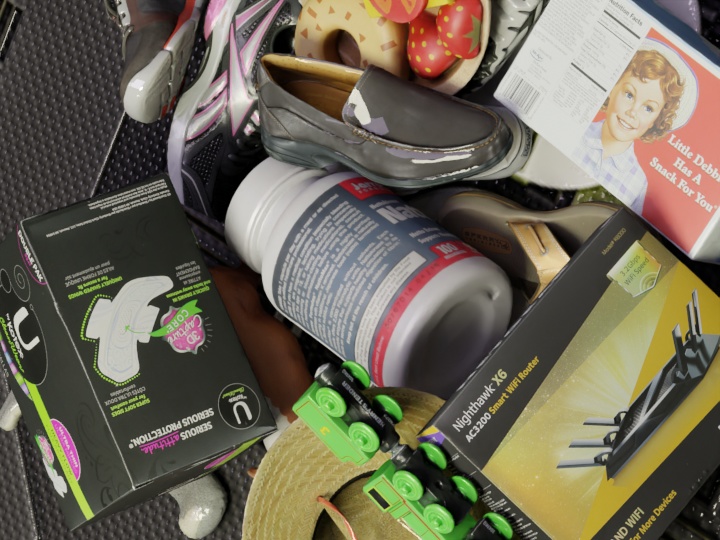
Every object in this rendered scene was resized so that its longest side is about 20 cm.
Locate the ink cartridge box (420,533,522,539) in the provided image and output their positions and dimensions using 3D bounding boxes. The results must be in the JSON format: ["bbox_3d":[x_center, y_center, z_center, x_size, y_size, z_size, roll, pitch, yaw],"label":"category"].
[{"bbox_3d":[0.120,0.226,1.543,0.128,0.125,0.201,-40,66,27],"label":"ink cartridge box"}]

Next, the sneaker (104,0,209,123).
[{"bbox_3d":[-0.165,-0.187,1.747,0.081,0.201,0.077,17,130,0],"label":"sneaker"}]

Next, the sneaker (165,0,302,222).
[{"bbox_3d":[-0.086,-0.131,1.749,0.086,0.080,0.202,20,105,25],"label":"sneaker"}]

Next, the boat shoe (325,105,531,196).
[{"bbox_3d":[0.027,-0.089,1.666,0.199,0.065,0.074,-14,80,35],"label":"boat shoe"}]

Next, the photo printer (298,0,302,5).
[{"bbox_3d":[0.019,-0.306,1.682,0.199,0.069,0.168,-28,73,32],"label":"photo printer"}]

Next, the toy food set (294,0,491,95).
[{"bbox_3d":[0.010,-0.207,1.600,0.199,0.049,0.199,-4,111,50],"label":"toy food set"}]

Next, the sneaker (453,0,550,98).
[{"bbox_3d":[0.106,-0.194,1.616,0.067,0.090,0.200,49,141,11],"label":"sneaker"}]

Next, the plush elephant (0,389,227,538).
[{"bbox_3d":[-0.183,0.089,1.756,0.200,0.154,0.165,41,110,30],"label":"plush elephant"}]

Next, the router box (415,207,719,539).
[{"bbox_3d":[0.158,0.086,1.465,0.157,0.052,0.200,42,72,0],"label":"router box"}]

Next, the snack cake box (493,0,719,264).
[{"bbox_3d":[0.199,-0.108,1.540,0.200,0.067,0.115,43,110,30],"label":"snack cake box"}]

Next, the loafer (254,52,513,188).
[{"bbox_3d":[0.010,-0.108,1.582,0.198,0.073,0.073,7,136,27],"label":"loafer"}]

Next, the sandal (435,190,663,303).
[{"bbox_3d":[0.125,-0.009,1.581,0.199,0.054,0.081,12,123,38],"label":"sandal"}]

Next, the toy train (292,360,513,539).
[{"bbox_3d":[0.036,0.139,1.434,0.200,0.042,0.056,47,141,-3],"label":"toy train"}]

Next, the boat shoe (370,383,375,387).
[{"bbox_3d":[0.012,0.160,1.664,0.073,0.065,0.202,12,95,36],"label":"boat shoe"}]

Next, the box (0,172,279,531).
[{"bbox_3d":[-0.171,0.060,1.614,0.148,0.124,0.201,-37,75,59],"label":"box"}]

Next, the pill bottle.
[{"bbox_3d":[0.000,0.000,1.615,0.200,0.119,0.120,36,108,32],"label":"pill bottle"}]

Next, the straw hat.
[{"bbox_3d":[0.007,0.179,1.497,0.085,0.199,0.203,143,128,-79],"label":"straw hat"}]

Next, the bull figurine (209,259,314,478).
[{"bbox_3d":[-0.061,0.079,1.672,0.065,0.121,0.201,-29,88,28],"label":"bull figurine"}]
